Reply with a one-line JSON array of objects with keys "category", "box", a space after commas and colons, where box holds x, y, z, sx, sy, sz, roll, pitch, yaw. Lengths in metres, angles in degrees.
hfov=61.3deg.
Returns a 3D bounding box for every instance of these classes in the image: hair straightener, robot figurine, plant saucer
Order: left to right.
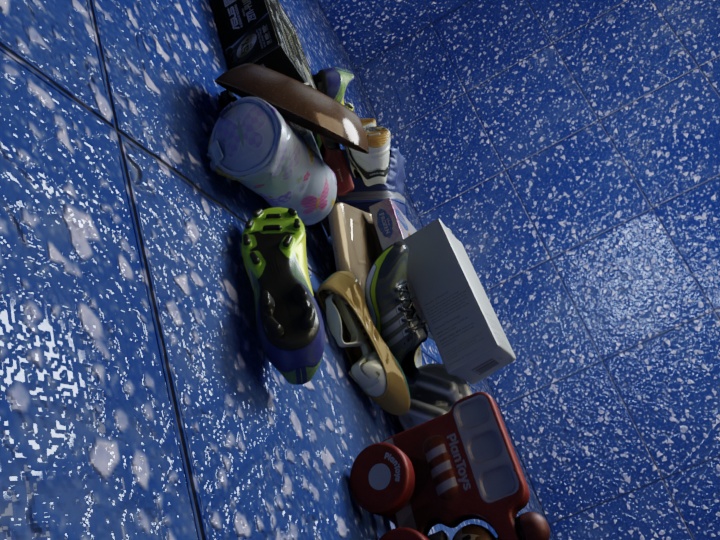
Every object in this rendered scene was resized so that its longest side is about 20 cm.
[{"category": "plant saucer", "box": [-0.072, -0.194, 0.713, 0.196, 0.037, 0.201, 25, 7, -3]}, {"category": "hair straightener", "box": [-0.061, -0.211, 0.948, 0.202, 0.040, 0.078, 62, 3, -48]}, {"category": "robot figurine", "box": [0.117, 0.210, 0.902, 0.173, 0.110, 0.201, -66, 157, -16]}]

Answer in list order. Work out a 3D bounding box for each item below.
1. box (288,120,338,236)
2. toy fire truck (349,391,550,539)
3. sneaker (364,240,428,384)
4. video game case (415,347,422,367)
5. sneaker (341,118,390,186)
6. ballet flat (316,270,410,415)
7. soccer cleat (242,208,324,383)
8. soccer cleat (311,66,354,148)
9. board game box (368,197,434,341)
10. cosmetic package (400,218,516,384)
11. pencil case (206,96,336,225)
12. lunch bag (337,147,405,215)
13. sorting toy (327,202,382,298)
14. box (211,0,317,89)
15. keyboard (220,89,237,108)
[{"category": "box", "box": [-0.070, -0.145, 0.908, 0.200, 0.039, 0.140, 70, -3, -76]}, {"category": "toy fire truck", "box": [0.092, 0.240, 0.601, 0.112, 0.165, 0.204, 49, 19, -51]}, {"category": "sneaker", "box": [0.054, 0.060, 0.811, 0.073, 0.079, 0.206, -29, 127, -48]}, {"category": "video game case", "box": [0.067, 0.117, 0.984, 0.200, 0.022, 0.188, 41, 45, -65]}, {"category": "sneaker", "box": [-0.001, -0.189, 0.966, 0.201, 0.073, 0.090, -112, -164, -65]}, {"category": "ballet flat", "box": [-0.003, 0.101, 0.779, 0.062, 0.068, 0.204, -20, 82, -51]}, {"category": "soccer cleat", "box": [-0.076, 0.017, 0.581, 0.203, 0.063, 0.085, -108, -168, -46]}, {"category": "soccer cleat", "box": [-0.050, -0.260, 1.077, 0.203, 0.081, 0.066, 100, -28, -45]}, {"category": "board game box", "box": [0.088, 0.006, 1.016, 0.200, 0.040, 0.205, 34, 37, -68]}, {"category": "cosmetic package", "box": [0.132, 0.043, 0.851, 0.112, 0.080, 0.204, 34, 30, -57]}, {"category": "pencil case", "box": [-0.092, -0.113, 0.689, 0.084, 0.090, 0.200, 50, 6, 19]}, {"category": "lunch bag", "box": [0.015, -0.145, 1.123, 0.200, 0.131, 0.137, -9, 99, -77]}, {"category": "sorting toy", "box": [0.000, 0.000, 0.928, 0.199, 0.035, 0.191, -3, 83, -72]}, {"category": "box", "box": [-0.147, -0.348, 0.957, 0.164, 0.084, 0.204, 44, 24, -61]}, {"category": "keyboard", "box": [-0.123, -0.180, 0.830, 0.200, 0.039, 0.106, 46, 22, -62]}]
